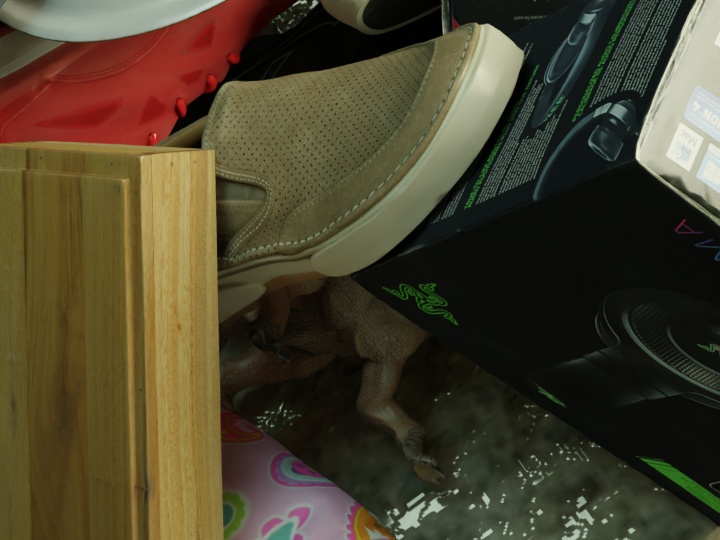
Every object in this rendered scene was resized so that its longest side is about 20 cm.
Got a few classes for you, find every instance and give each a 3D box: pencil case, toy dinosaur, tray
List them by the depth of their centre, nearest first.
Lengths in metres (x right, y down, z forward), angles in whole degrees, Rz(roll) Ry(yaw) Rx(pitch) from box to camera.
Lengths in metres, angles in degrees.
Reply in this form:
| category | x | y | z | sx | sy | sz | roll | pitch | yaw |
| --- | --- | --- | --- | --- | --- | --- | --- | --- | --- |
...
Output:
| category | x | y | z | sx | sy | sz | roll | pitch | yaw |
| --- | --- | --- | --- | --- | --- | --- | --- | --- | --- |
| tray | -0.093 | 0.058 | 0.804 | 0.098 | 0.037 | 0.201 | 6 | 100 | 46 |
| pencil case | -0.065 | 0.094 | 0.866 | 0.087 | 0.088 | 0.200 | -48 | 51 | -11 |
| toy dinosaur | 0.000 | 0.000 | 0.906 | 0.199 | 0.086 | 0.136 | 2 | 49 | 44 |

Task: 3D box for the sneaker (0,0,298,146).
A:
| category | x | y | z | sx | sy | sz | roll | pitch | yaw |
| --- | --- | --- | --- | --- | --- | --- | --- | --- | --- |
| sneaker | -0.088 | -0.067 | 0.928 | 0.199 | 0.116 | 0.078 | -21 | 23 | -8 |

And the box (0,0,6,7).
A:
| category | x | y | z | sx | sy | sz | roll | pitch | yaw |
| --- | --- | --- | --- | --- | --- | --- | --- | --- | --- |
| box | -0.201 | -0.110 | 0.877 | 0.200 | 0.051 | 0.158 | -52 | 41 | 0 |

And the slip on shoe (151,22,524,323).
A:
| category | x | y | z | sx | sy | sz | roll | pitch | yaw |
| --- | --- | --- | --- | --- | --- | --- | --- | --- | --- |
| slip on shoe | -0.026 | -0.038 | 0.786 | 0.200 | 0.060 | 0.076 | -25 | 34 | 52 |

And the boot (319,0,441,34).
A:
| category | x | y | z | sx | sy | sz | roll | pitch | yaw |
| --- | --- | --- | --- | --- | --- | --- | --- | --- | --- |
| boot | 0.027 | -0.198 | 0.894 | 0.200 | 0.072 | 0.144 | -44 | 78 | -6 |

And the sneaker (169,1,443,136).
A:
| category | x | y | z | sx | sy | sz | roll | pitch | yaw |
| --- | --- | --- | --- | --- | --- | --- | --- | --- | --- |
| sneaker | 0.011 | -0.093 | 0.958 | 0.200 | 0.075 | 0.079 | -43 | 31 | 5 |

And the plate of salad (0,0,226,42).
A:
| category | x | y | z | sx | sy | sz | roll | pitch | yaw |
| --- | --- | --- | --- | --- | --- | --- | --- | --- | --- |
| plate of salad | -0.064 | -0.161 | 0.882 | 0.199 | 0.048 | 0.201 | -16 | 50 | 19 |

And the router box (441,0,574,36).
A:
| category | x | y | z | sx | sy | sz | roll | pitch | yaw |
| --- | --- | --- | --- | --- | --- | --- | --- | --- | --- |
| router box | 0.148 | -0.098 | 0.850 | 0.199 | 0.150 | 0.063 | 1 | 100 | 26 |

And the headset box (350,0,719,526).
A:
| category | x | y | z | sx | sy | sz | roll | pitch | yaw |
| --- | --- | --- | --- | --- | --- | --- | --- | --- | --- |
| headset box | 0.116 | -0.005 | 0.746 | 0.200 | 0.174 | 0.093 | -21 | 39 | 62 |
